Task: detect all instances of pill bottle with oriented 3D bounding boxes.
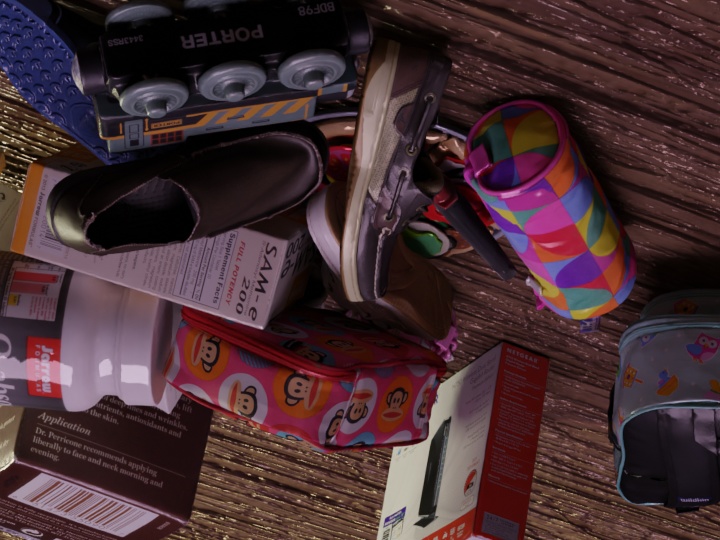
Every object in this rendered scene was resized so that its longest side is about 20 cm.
[{"bbox_3d":[-0.246,0.044,1.743,0.200,0.116,0.116,5,152,5],"label":"pill bottle"}]

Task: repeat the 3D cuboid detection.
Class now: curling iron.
[{"bbox_3d":[0.065,-0.061,1.681,0.050,0.026,0.200,-16,128,22],"label":"curling iron"}]

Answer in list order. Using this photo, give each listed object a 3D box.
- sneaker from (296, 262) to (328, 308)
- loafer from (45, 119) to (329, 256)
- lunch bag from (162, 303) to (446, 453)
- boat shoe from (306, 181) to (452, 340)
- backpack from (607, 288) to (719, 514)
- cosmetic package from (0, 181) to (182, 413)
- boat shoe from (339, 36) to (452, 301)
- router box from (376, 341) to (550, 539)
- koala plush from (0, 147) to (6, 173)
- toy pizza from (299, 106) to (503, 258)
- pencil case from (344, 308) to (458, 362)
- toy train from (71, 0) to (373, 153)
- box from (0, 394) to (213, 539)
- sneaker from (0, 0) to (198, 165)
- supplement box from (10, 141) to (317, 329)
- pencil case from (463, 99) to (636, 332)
[{"bbox_3d":[-0.061,0.033,1.904,0.088,0.074,0.200,2,152,21],"label":"sneaker"},{"bbox_3d":[-0.110,-0.047,1.593,0.200,0.071,0.073,-19,117,-11],"label":"loafer"},{"bbox_3d":[-0.049,0.073,1.762,0.176,0.082,0.200,21,-171,31],"label":"lunch bag"},{"bbox_3d":[0.000,0.000,1.755,0.069,0.071,0.200,-4,150,28],"label":"boat shoe"},{"bbox_3d":[0.280,0.097,1.812,0.176,0.153,0.200,3,161,11],"label":"backpack"},{"bbox_3d":[-0.219,0.021,1.862,0.200,0.085,0.108,28,161,9],"label":"cosmetic package"},{"bbox_3d":[0.025,-0.062,1.613,0.065,0.073,0.200,9,124,5],"label":"boat shoe"},{"bbox_3d":[0.083,0.179,2.012,0.049,0.180,0.200,21,150,-18],"label":"router box"},{"bbox_3d":[-0.375,-0.085,1.746,0.200,0.184,0.177,-17,152,8],"label":"koala plush"},{"bbox_3d":[0.022,-0.057,1.750,0.200,0.032,0.200,9,152,5],"label":"toy pizza"},{"bbox_3d":[0.014,0.078,1.955,0.083,0.087,0.200,-12,161,-23],"label":"pencil case"},{"bbox_3d":[-0.092,-0.135,1.556,0.200,0.085,0.114,-10,159,-9],"label":"toy train"},{"bbox_3d":[-0.230,0.121,1.996,0.166,0.200,0.164,23,150,-21],"label":"box"},{"bbox_3d":[-0.177,-0.134,1.647,0.200,0.078,0.070,46,133,-15],"label":"sneaker"},{"bbox_3d":[-0.139,-0.030,1.725,0.200,0.074,0.126,17,-166,8],"label":"supplement box"},{"bbox_3d":[0.137,-0.038,1.686,0.088,0.088,0.200,-2,147,23],"label":"pencil case"}]
